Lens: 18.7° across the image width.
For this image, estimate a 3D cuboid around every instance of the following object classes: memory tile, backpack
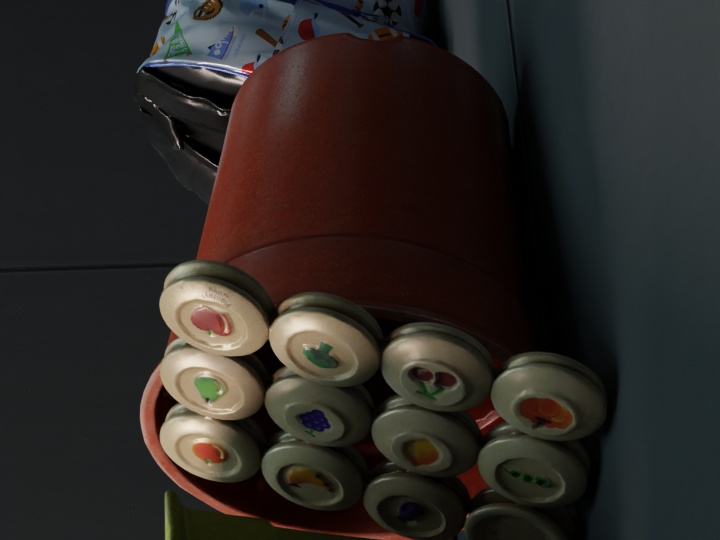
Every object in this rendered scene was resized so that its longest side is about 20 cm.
[{"bbox_3d":[0.005,0.069,0.971,0.154,0.199,0.017,98,-171,-51],"label":"memory tile"},{"bbox_3d":[-0.047,-0.121,1.426,0.200,0.190,0.155,100,-177,-63],"label":"backpack"}]

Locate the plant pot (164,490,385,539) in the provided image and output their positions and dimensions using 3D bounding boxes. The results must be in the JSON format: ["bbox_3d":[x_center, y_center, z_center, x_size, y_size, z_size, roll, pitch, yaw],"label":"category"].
[{"bbox_3d":[0.010,0.193,0.965,0.200,0.189,0.201,178,90,-85],"label":"plant pot"}]

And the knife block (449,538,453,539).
[{"bbox_3d":[0.026,0.080,1.376,0.176,0.064,0.201,98,169,-61],"label":"knife block"}]

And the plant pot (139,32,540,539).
[{"bbox_3d":[0.000,0.000,1.088,0.201,0.200,0.196,96,178,-53],"label":"plant pot"}]
